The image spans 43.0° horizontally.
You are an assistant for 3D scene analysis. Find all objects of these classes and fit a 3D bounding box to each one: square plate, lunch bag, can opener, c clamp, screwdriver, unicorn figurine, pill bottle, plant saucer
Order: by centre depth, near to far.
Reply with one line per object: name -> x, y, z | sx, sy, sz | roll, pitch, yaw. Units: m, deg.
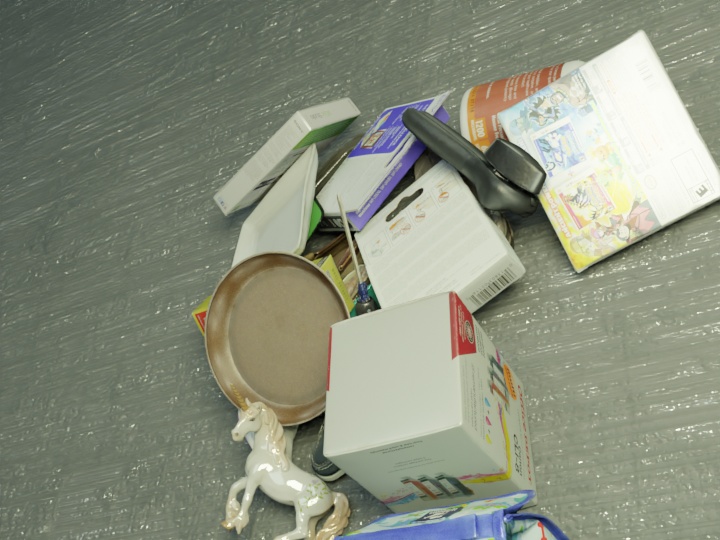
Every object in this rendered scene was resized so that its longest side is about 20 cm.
lunch bag -> 0.089, 0.269, 0.807 | 0.168, 0.200, 0.129 | -18, 49, 26
unicorn figurine -> -0.098, 0.239, 1.029 | 0.138, 0.199, 0.074 | -58, 2, -10
can opener -> 0.126, -0.128, 1.041 | 0.200, 0.063, 0.079 | 40, 102, 32
plant saucer -> -0.092, 0.078, 1.068 | 0.198, 0.032, 0.203 | 2, 95, 25
screwdriver -> 0.000, 0.000, 1.093 | 0.029, 0.202, 0.028 | -1, 28, 16
pill bottle -> 0.229, -0.189, 1.111 | 0.198, 0.112, 0.113 | -9, 53, 31
square plate -> -0.117, -0.046, 1.237 | 0.198, 0.028, 0.202 | -43, 29, 39
c clamp -> -0.009, -0.128, 1.305 | 0.200, 0.027, 0.171 | -44, 43, 0

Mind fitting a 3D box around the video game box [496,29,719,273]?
video game box -> 0.275, -0.128, 1.006 | 0.181, 0.047, 0.202 | -27, 82, 14

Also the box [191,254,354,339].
box -> -0.110, 0.047, 1.135 | 0.198, 0.076, 0.050 | -16, 18, 29

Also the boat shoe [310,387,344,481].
boat shoe -> -0.004, 0.147, 1.068 | 0.074, 0.062, 0.201 | 24, 75, 43

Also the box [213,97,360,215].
box -> -0.104, -0.163, 1.293 | 0.199, 0.037, 0.144 | -38, -3, 33

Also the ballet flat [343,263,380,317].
ballet flat -> 0.025, -0.001, 1.158 | 0.200, 0.068, 0.067 | -43, 37, -1

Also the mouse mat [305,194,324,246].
mouse mat -> -0.108, -0.043, 1.258 | 0.162, 0.007, 0.200 | -57, 24, 12

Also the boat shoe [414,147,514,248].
boat shoe -> 0.128, -0.084, 1.138 | 0.074, 0.073, 0.201 | -35, 50, 14

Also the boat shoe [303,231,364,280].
boat shoe -> -0.061, 0.005, 1.210 | 0.199, 0.072, 0.073 | -33, 44, 11

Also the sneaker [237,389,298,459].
sneaker -> -0.097, 0.151, 1.125 | 0.099, 0.075, 0.202 | -25, 47, 21

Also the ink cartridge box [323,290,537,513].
ink cartridge box -> 0.073, 0.147, 0.913 | 0.143, 0.200, 0.147 | -17, 50, 22

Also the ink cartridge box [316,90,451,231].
ink cartridge box -> 0.028, -0.137, 1.185 | 0.199, 0.043, 0.200 | -52, 18, -12

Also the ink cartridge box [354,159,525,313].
ink cartridge box -> 0.084, -0.021, 1.070 | 0.160, 0.047, 0.201 | -39, 39, 15
